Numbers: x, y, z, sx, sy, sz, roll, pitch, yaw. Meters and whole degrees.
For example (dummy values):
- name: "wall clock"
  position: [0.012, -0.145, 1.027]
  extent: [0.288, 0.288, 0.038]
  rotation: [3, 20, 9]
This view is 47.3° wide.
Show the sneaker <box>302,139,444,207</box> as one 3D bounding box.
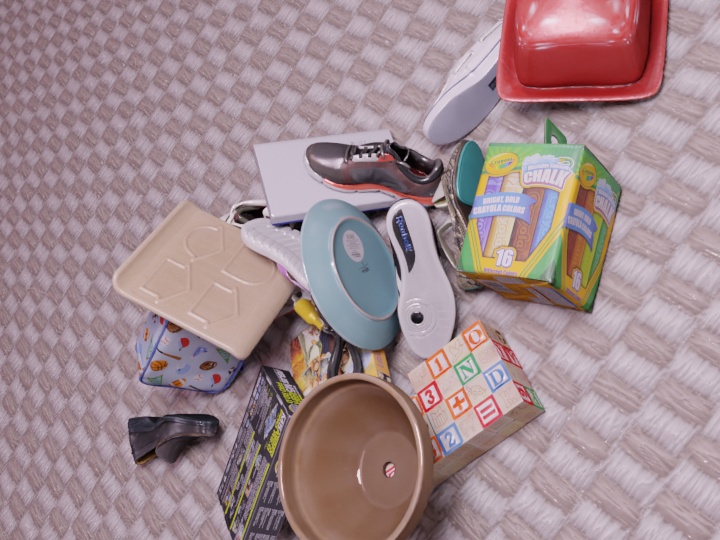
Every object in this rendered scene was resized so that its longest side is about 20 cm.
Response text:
- name: "sneaker"
  position: [0.022, -0.149, 1.095]
  extent: [0.198, 0.082, 0.077]
  rotation: [13, 54, 3]

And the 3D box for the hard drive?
- name: "hard drive"
  position: [-0.039, -0.133, 1.143]
  extent: [0.198, 0.025, 0.133]
  rotation: [-9, 57, -14]

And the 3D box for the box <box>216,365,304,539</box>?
- name: "box"
  position: [-0.125, 0.247, 1.070]
  extent: [0.201, 0.044, 0.160]
  rotation: [-70, 24, 9]

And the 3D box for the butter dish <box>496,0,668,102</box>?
- name: "butter dish"
  position: [0.256, -0.313, 0.965]
  extent: [0.198, 0.148, 0.201]
  rotation: [3, 74, 20]

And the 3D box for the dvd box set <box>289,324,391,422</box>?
- name: "dvd box set"
  position: [-0.030, 0.131, 1.073]
  extent: [0.146, 0.029, 0.201]
  rotation: [-41, 36, 24]

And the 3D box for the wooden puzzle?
- name: "wooden puzzle"
  position: [-0.198, 0.014, 1.096]
  extent: [0.186, 0.199, 0.046]
  rotation: [-57, -5, -42]

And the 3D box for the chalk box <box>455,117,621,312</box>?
- name: "chalk box"
  position: [0.212, -0.071, 0.939]
  extent: [0.123, 0.124, 0.202]
  rotation: [10, 80, 40]

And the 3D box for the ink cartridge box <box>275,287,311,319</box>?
- name: "ink cartridge box"
  position: [-0.102, -0.024, 1.221]
  extent: [0.108, 0.050, 0.201]
  rotation: [-28, 58, 27]

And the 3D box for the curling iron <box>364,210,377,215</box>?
- name: "curling iron"
  position: [0.018, -0.034, 1.136]
  extent: [0.050, 0.025, 0.201]
  rotation: [117, 148, -55]

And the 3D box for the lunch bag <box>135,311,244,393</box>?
- name: "lunch bag"
  position: [-0.229, 0.097, 1.187]
  extent: [0.200, 0.159, 0.076]
  rotation: [-55, 39, 36]

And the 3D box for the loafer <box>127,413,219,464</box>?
- name: "loafer"
  position: [-0.281, 0.255, 1.244]
  extent: [0.199, 0.072, 0.073]
  rotation: [-15, 72, 44]

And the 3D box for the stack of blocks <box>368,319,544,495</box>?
- name: "stack of blocks"
  position: [0.102, 0.167, 0.973]
  extent: [0.200, 0.058, 0.116]
  rotation: [-40, 52, 19]

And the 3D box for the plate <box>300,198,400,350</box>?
- name: "plate"
  position: [0.000, 0.000, 1.027]
  extent: [0.025, 0.200, 0.202]
  rotation: [-22, 60, 34]

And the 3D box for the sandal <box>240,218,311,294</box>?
- name: "sandal"
  position: [-0.076, -0.006, 1.084]
  extent: [0.202, 0.082, 0.050]
  rotation: [36, 133, 29]

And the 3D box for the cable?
- name: "cable"
  position: [-0.022, 0.077, 1.061]
  extent: [0.096, 0.050, 0.201]
  rotation: [-24, 50, -4]

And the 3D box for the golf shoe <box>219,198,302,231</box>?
- name: "golf shoe"
  position: [-0.168, -0.072, 1.202]
  extent: [0.199, 0.088, 0.078]
  rotation: [-12, 67, 36]

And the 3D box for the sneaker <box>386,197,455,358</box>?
- name: "sneaker"
  position: [0.081, 0.003, 1.056]
  extent: [0.072, 0.112, 0.202]
  rotation: [-8, 100, 8]

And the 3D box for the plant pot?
- name: "plant pot"
  position: [0.010, 0.222, 0.924]
  extent: [0.200, 0.092, 0.203]
  rotation: [-14, 66, 35]

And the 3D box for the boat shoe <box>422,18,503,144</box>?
- name: "boat shoe"
  position: [0.153, -0.255, 1.105]
  extent: [0.200, 0.074, 0.065]
  rotation: [-43, 47, 3]

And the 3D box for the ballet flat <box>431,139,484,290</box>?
- name: "ballet flat"
  position: [0.127, -0.069, 1.049]
  extent: [0.075, 0.068, 0.202]
  rotation: [-25, 61, 39]
